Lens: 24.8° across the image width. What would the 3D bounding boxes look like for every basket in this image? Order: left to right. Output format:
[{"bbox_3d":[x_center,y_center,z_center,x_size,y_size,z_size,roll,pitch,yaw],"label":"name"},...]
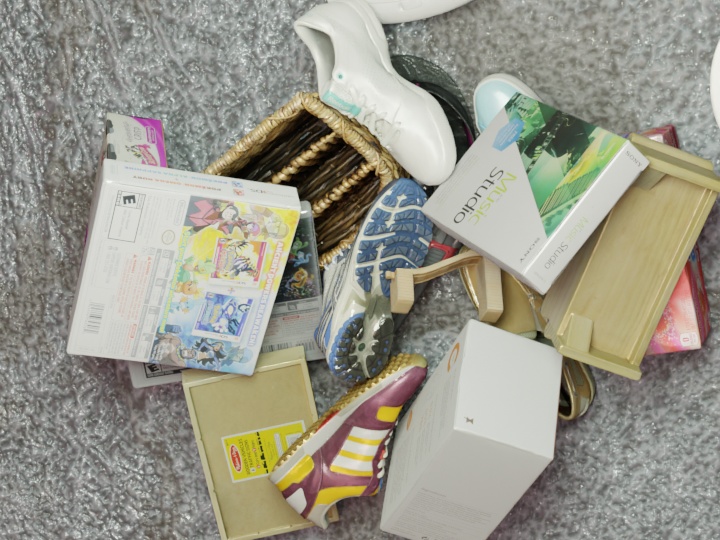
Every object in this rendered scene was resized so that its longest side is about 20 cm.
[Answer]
[{"bbox_3d":[-0.062,-0.069,1.583,0.200,0.149,0.143,-37,88,20],"label":"basket"}]

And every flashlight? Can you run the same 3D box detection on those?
[{"bbox_3d":[0.037,0.012,1.616,0.068,0.068,0.200,40,115,15],"label":"flashlight"}]

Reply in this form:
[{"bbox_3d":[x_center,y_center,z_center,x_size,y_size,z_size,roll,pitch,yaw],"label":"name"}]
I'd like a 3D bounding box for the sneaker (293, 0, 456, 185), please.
[{"bbox_3d":[0.006,-0.156,1.503,0.200,0.088,0.075,56,135,11],"label":"sneaker"}]

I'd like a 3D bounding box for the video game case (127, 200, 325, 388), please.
[{"bbox_3d":[-0.137,0.025,1.586,0.200,0.023,0.182,-9,127,-4],"label":"video game case"}]

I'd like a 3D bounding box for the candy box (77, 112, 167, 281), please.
[{"bbox_3d":[-0.238,-0.038,1.631,0.061,0.136,0.200,7,118,-14],"label":"candy box"}]

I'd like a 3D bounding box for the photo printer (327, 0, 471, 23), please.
[{"bbox_3d":[0.034,-0.335,1.542,0.166,0.069,0.200,-8,99,20],"label":"photo printer"}]

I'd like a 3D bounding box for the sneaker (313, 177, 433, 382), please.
[{"bbox_3d":[0.000,0.000,1.558,0.085,0.077,0.200,37,109,53],"label":"sneaker"}]

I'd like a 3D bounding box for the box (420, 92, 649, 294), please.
[{"bbox_3d":[0.147,-0.072,1.431,0.036,0.200,0.144,39,89,-31],"label":"box"}]

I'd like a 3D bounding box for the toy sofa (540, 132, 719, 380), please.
[{"bbox_3d":[0.237,-0.015,1.441,0.083,0.098,0.200,19,105,-10],"label":"toy sofa"}]

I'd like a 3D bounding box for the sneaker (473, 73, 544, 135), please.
[{"bbox_3d":[0.160,-0.092,1.543,0.074,0.082,0.200,-26,92,20],"label":"sneaker"}]

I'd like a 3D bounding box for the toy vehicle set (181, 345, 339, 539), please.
[{"bbox_3d":[-0.099,0.178,1.653,0.124,0.027,0.200,-11,117,-1],"label":"toy vehicle set"}]

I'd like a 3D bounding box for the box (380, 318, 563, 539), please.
[{"bbox_3d":[0.102,0.160,1.533,0.097,0.125,0.200,18,141,-9],"label":"box"}]

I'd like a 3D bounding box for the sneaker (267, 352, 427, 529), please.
[{"bbox_3d":[0.006,0.165,1.598,0.200,0.075,0.090,-42,94,17],"label":"sneaker"}]

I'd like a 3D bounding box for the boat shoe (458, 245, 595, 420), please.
[{"bbox_3d":[0.158,0.055,1.575,0.072,0.076,0.200,-38,88,21],"label":"boat shoe"}]

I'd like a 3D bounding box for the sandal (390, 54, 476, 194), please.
[{"bbox_3d":[0.080,-0.127,1.551,0.075,0.048,0.201,-24,72,-9],"label":"sandal"}]

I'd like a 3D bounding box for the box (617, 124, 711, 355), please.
[{"bbox_3d":[0.254,-0.026,1.518,0.102,0.095,0.200,-8,98,20],"label":"box"}]

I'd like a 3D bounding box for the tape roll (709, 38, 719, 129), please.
[{"bbox_3d":[0.416,-0.171,1.469,0.202,0.037,0.203,3,101,17],"label":"tape roll"}]

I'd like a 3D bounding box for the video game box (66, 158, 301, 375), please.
[{"bbox_3d":[-0.166,0.000,1.520,0.182,0.047,0.200,10,124,-14],"label":"video game box"}]

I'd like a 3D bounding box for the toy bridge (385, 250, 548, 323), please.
[{"bbox_3d":[0.120,0.015,1.536,0.200,0.067,0.027,7,148,-13],"label":"toy bridge"}]
